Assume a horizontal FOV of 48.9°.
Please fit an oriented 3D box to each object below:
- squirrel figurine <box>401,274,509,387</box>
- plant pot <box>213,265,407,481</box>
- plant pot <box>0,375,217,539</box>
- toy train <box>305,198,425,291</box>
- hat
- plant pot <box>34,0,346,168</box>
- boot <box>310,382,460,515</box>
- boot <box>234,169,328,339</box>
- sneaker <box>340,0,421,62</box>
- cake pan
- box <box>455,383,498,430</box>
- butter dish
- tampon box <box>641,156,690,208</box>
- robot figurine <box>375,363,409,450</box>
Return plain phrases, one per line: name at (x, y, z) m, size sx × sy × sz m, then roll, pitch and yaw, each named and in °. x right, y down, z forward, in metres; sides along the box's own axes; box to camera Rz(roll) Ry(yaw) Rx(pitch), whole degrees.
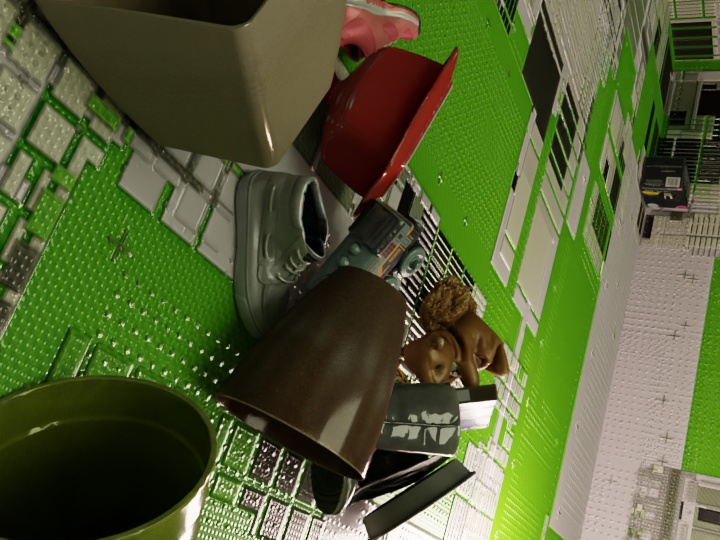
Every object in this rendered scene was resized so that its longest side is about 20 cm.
squirrel figurine at (0.134, 0.111, 1.314) m, size 0.187 × 0.141 × 0.200 m, roll 2°, pitch 79°, yaw -51°
plant pot at (-0.033, 0.101, 0.893) m, size 0.200 × 0.187 × 0.187 m, roll -61°, pitch 145°, yaw -19°
plant pot at (-0.219, 0.221, 0.639) m, size 0.200 × 0.200 × 0.193 m, roll -34°, pitch 137°, yaw -54°
toy train at (0.000, 0.000, 1.016) m, size 0.200 × 0.085 × 0.114 m, roll -48°, pitch 150°, yaw 2°
hat at (0.037, 0.275, 1.152) m, size 0.201 × 0.201 × 0.081 m, roll 12°, pitch 47°, yaw -61°
plant pot at (-0.125, -0.210, 0.713) m, size 0.177 × 0.200 × 0.200 m, roll 80°, pitch 31°, yaw -50°
boot at (0.039, 0.224, 1.019) m, size 0.200 × 0.073 × 0.182 m, roll 18°, pitch 75°, yaw -39°
boot at (-0.086, -0.012, 0.898) m, size 0.074 × 0.095 × 0.200 m, roll -26°, pitch 118°, yaw -56°
sneaker at (0.008, -0.319, 1.053) m, size 0.200 × 0.074 × 0.087 m, roll -6°, pitch 114°, yaw -56°
cake pan at (0.085, 0.349, 1.215) m, size 0.037 × 0.200 × 0.200 m, roll 58°, pitch 27°, yaw 13°
box at (0.160, 0.235, 1.326) m, size 0.200 × 0.121 × 0.032 m, roll 81°, pitch 3°, yaw -65°
butter dish at (0.009, -0.197, 0.995) m, size 0.200 × 0.148 × 0.199 m, roll -60°, pitch -176°, yaw -17°
tampon box at (1.154, -0.329, 2.994) m, size 0.200 × 0.150 × 0.126 m, roll 36°, pitch 64°, yaw -57°
robot figurine at (-0.005, 0.183, 1.063) m, size 0.200 × 0.058 × 0.145 m, roll -42°, pitch 108°, yaw -32°
